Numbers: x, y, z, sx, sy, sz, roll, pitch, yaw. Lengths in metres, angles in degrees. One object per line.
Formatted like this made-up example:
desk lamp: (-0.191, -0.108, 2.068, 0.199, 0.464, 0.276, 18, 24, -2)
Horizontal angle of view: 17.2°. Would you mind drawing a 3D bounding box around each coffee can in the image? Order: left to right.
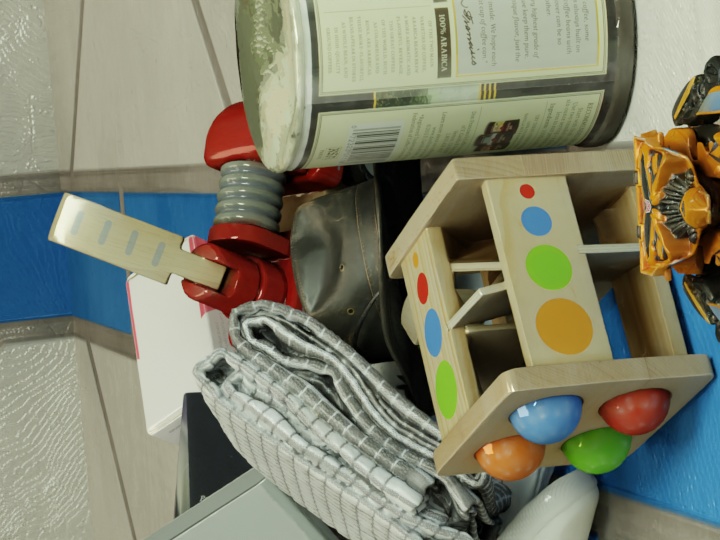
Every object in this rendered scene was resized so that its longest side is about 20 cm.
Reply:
coffee can: (0.040, -0.137, 1.383, 0.146, 0.199, 0.147, 175, 90, -74)

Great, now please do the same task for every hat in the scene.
hat: (0.000, 0.000, 1.543, 0.201, 0.080, 0.202, -8, -90, -76)

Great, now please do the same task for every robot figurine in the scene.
robot figurine: (0.185, -0.033, 1.160, 0.200, 0.058, 0.146, -171, 77, -73)

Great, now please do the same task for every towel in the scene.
towel: (0.001, 0.109, 1.474, 0.200, 0.086, 0.166, 34, 168, 13)

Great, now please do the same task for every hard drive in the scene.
hard drive: (-0.053, 0.235, 1.622, 0.200, 0.132, 0.026, 50, -163, -23)

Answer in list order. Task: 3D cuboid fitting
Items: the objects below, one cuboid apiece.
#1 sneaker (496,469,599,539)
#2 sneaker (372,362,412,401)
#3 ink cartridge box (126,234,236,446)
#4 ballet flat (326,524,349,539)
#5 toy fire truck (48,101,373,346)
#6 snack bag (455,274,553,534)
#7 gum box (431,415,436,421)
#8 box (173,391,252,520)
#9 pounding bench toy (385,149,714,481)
sneaker: (0.118, 0.210, 1.499, 0.088, 0.075, 0.200, 42, 131, 21)
sneaker: (0.013, 0.084, 1.644, 0.074, 0.080, 0.201, 55, -137, -37)
ink cartridge box: (-0.081, 0.078, 1.887, 0.083, 0.200, 0.147, -33, 52, 29)
ballet flat: (0.016, 0.179, 1.631, 0.200, 0.073, 0.073, 7, 104, 53)
toy fire truck: (-0.091, -0.041, 1.609, 0.128, 0.200, 0.177, -7, 70, 42)
snack bag: (0.093, 0.060, 1.568, 0.201, 0.021, 0.189, 100, 158, -45)
gum box: (0.032, 0.168, 1.768, 0.200, 0.066, 0.114, -132, 40, -65)
box: (-0.078, 0.223, 1.785, 0.200, 0.123, 0.199, 100, 168, -55)
pounding bench toy: (0.093, 0.048, 1.366, 0.200, 0.124, 0.157, 125, 137, -58)
